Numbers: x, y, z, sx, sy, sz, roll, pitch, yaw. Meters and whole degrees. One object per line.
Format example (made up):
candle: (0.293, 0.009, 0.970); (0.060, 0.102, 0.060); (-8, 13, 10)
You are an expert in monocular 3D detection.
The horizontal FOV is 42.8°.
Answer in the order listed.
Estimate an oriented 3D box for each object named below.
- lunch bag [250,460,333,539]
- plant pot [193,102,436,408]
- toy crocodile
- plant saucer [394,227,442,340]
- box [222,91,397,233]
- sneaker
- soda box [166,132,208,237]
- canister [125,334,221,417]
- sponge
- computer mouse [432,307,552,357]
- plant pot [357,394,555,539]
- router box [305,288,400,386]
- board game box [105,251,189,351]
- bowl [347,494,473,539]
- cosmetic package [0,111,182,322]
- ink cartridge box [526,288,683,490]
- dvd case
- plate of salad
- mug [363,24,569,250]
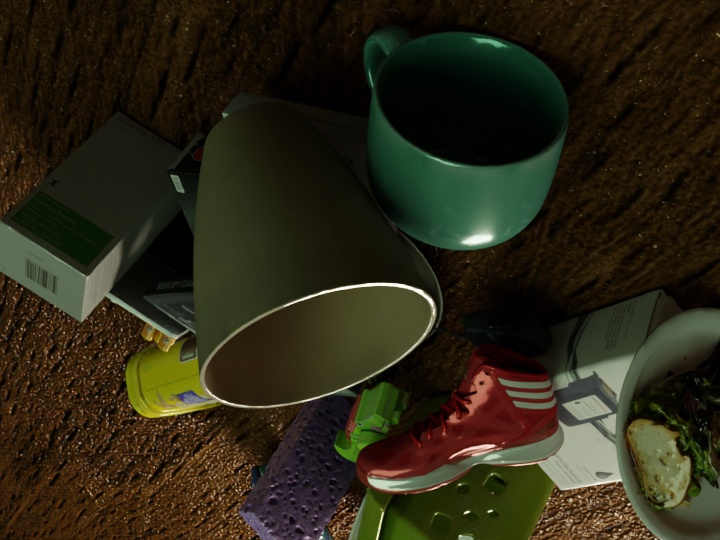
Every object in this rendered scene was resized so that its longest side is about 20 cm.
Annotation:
lunch bag: (-0.088, 0.370, 1.311); (0.161, 0.081, 0.203); (-122, 12, -52)
plant pot: (-0.059, -0.025, 0.728); (0.188, 0.184, 0.203); (-57, 46, 51)
toy crocodile: (0.010, 0.161, 0.959); (0.061, 0.069, 0.201); (18, 159, 3)
plant saucer: (0.000, 0.000, 0.964); (0.197, 0.032, 0.203); (19, 138, 18)
box: (-0.041, -0.062, 0.874); (0.153, 0.041, 0.203); (16, 137, 20)
sneaker: (0.083, 0.126, 0.843); (0.196, 0.079, 0.118); (-14, 114, -2)
soda box: (-0.134, -0.043, 0.979); (0.062, 0.071, 0.203); (8, 135, 26)
canister: (-0.169, 0.115, 1.111); (0.198, 0.147, 0.088); (-20, 79, 41)
sponge: (-0.061, 0.248, 1.125); (0.029, 0.201, 0.112); (-7, 129, 42)
computer mouse: (0.098, 0.053, 0.912); (0.197, 0.035, 0.059); (5, 154, 32)
plant pot: (0.106, 0.279, 1.051); (0.179, 0.200, 0.202); (28, 142, 16)
router box: (-0.046, 0.039, 0.900); (0.154, 0.053, 0.201); (17, 157, 19)
board game box: (-0.267, 0.012, 1.052); (0.198, 0.200, 0.026); (32, 100, 2)
bowl: (0.081, 0.387, 1.214); (0.196, 0.074, 0.204); (19, 96, 16)
cosmetic package: (-0.271, -0.060, 0.954); (0.106, 0.201, 0.085); (29, 139, 1)
ink cartridge box: (0.238, 0.121, 0.879); (0.145, 0.085, 0.199); (47, 139, -16)
dvd case: (-0.110, 0.069, 0.930); (0.199, 0.025, 0.149); (38, 156, -29)
plate of salad: (0.295, 0.133, 0.765); (0.200, 0.201, 0.048); (46, 160, -16)
mug: (0.078, -0.105, 0.729); (0.148, 0.188, 0.116); (1, 140, -4)
